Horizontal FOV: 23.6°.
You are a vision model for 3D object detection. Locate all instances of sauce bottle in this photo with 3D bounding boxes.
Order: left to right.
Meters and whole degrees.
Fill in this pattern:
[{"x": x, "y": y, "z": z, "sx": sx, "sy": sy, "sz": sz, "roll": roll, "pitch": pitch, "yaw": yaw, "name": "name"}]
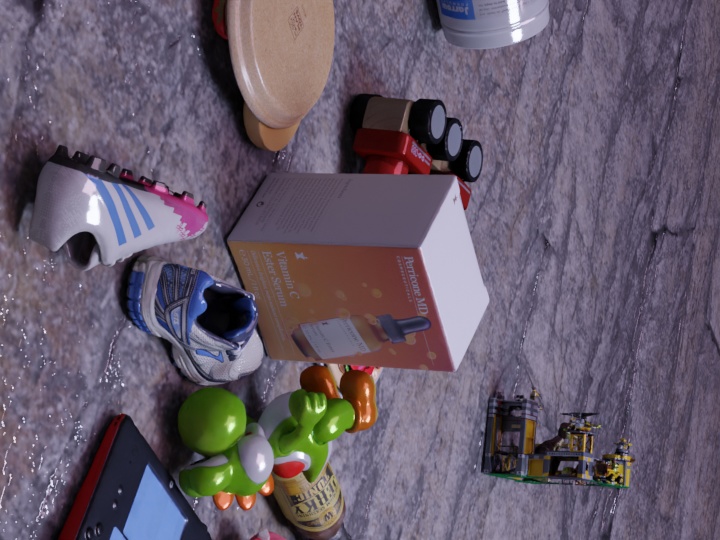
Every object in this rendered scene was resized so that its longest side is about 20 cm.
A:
[{"x": -0.050, "y": 0.216, "z": 1.680, "sx": 0.065, "sy": 0.064, "sz": 0.201, "roll": -66, "pitch": 146, "yaw": -38, "name": "sauce bottle"}]

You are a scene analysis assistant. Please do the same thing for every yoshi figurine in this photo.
[{"x": -0.085, "y": 0.129, "z": 1.531, "sx": 0.199, "sy": 0.112, "sz": 0.113, "roll": -25, "pitch": 149, "yaw": -40, "name": "yoshi figurine"}]

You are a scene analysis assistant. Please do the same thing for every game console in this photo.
[{"x": -0.188, "y": 0.245, "z": 1.432, "sx": 0.201, "sy": 0.031, "sz": 0.178, "roll": 65, "pitch": 37, "yaw": -45, "name": "game console"}]

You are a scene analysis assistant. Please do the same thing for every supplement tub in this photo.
[{"x": 0.139, "y": -0.368, "z": 1.950, "sx": 0.132, "sy": 0.131, "sz": 0.201, "roll": -52, "pitch": 137, "yaw": -50, "name": "supplement tub"}]

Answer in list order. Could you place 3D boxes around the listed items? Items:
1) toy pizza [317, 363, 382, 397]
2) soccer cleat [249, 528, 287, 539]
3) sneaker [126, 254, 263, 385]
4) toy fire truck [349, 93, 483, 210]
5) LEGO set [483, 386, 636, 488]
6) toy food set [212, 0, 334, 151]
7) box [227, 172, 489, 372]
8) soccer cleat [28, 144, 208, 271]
[{"x": 0.003, "y": 0.038, "z": 1.813, "sx": 0.200, "sy": 0.031, "sz": 0.202, "roll": 3, "pitch": 90, "yaw": -65, "name": "toy pizza"}, {"x": -0.117, "y": 0.321, "z": 1.549, "sx": 0.201, "sy": 0.066, "sz": 0.077, "roll": -59, "pitch": 176, "yaw": -42, "name": "soccer cleat"}, {"x": -0.123, "y": 0.051, "z": 1.487, "sx": 0.200, "sy": 0.084, "sz": 0.078, "roll": 42, "pitch": 55, "yaw": -59, "name": "sneaker"}, {"x": 0.058, "y": -0.066, "z": 1.820, "sx": 0.176, "sy": 0.128, "sz": 0.202, "roll": 38, "pitch": 64, "yaw": -60, "name": "toy fire truck"}, {"x": 0.252, "y": 0.211, "z": 2.201, "sx": 0.153, "sy": 0.199, "sz": 0.117, "roll": 15, "pitch": 76, "yaw": -43, "name": "LEGO set"}, {"x": -0.079, "y": -0.228, "z": 1.596, "sx": 0.200, "sy": 0.048, "sz": 0.199, "roll": 58, "pitch": 42, "yaw": -50, "name": "toy food set"}, {"x": 0.000, "y": 0.000, "z": 1.609, "sx": 0.107, "sy": 0.198, "sz": 0.153, "roll": -60, "pitch": 142, "yaw": -44, "name": "box"}, {"x": -0.195, "y": -0.038, "z": 1.364, "sx": 0.200, "sy": 0.069, "sz": 0.087, "roll": 20, "pitch": 90, "yaw": -61, "name": "soccer cleat"}]
